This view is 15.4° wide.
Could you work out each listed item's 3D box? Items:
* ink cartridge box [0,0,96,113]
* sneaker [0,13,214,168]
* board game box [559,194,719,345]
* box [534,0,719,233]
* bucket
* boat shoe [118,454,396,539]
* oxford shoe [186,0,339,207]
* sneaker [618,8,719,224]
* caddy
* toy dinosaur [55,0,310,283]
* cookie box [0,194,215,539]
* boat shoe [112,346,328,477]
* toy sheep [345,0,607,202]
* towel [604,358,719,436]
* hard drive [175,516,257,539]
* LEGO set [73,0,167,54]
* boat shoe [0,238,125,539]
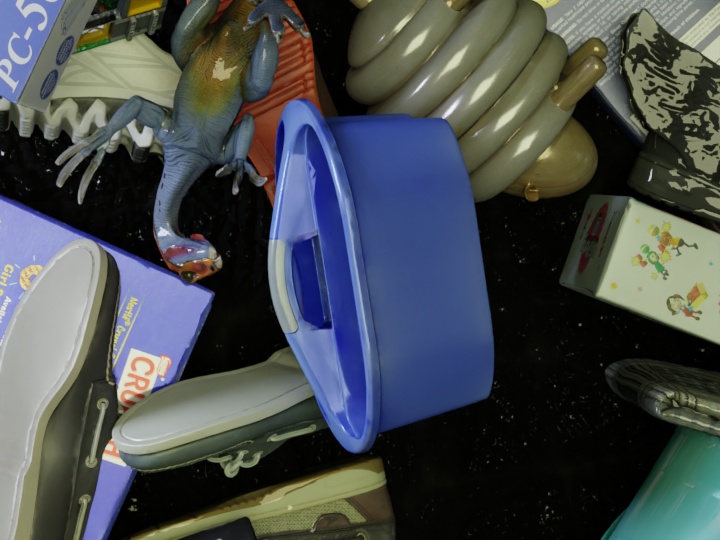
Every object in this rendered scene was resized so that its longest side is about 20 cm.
[{"bbox_3d":[-0.176,-0.198,1.461,0.094,0.044,0.200,27,94,14],"label":"ink cartridge box"},{"bbox_3d":[-0.175,-0.117,1.590,0.200,0.075,0.081,12,83,-13],"label":"sneaker"},{"bbox_3d":[0.229,0.019,1.579,0.200,0.148,0.064,20,91,-5],"label":"board game box"},{"bbox_3d":[0.197,-0.136,1.630,0.121,0.032,0.200,-42,96,-2],"label":"box"},{"bbox_3d":[0.238,0.186,1.562,0.207,0.207,0.135,27,88,-4],"label":"bucket"},{"bbox_3d":[-0.073,0.169,1.600,0.201,0.072,0.066,-19,88,-8],"label":"boat shoe"},{"bbox_3d":[-0.051,-0.101,1.595,0.071,0.073,0.200,-21,93,5],"label":"oxford shoe"},{"bbox_3d":[0.237,-0.074,1.590,0.200,0.060,0.104,20,95,-2],"label":"sneaker"},{"bbox_3d":[0.000,0.000,1.483,0.105,0.141,0.200,-11,98,-15],"label":"caddy"},{"bbox_3d":[-0.075,-0.088,1.526,0.105,0.182,0.200,32,48,15],"label":"toy dinosaur"},{"bbox_3d":[-0.210,0.049,1.584,0.200,0.075,0.171,25,90,-4],"label":"cookie box"},{"bbox_3d":[-0.060,0.092,1.563,0.200,0.073,0.062,-20,115,-43],"label":"boat shoe"},{"bbox_3d":[0.061,-0.117,1.573,0.200,0.138,0.138,43,88,-7],"label":"toy sheep"},{"bbox_3d":[0.253,0.085,1.560,0.200,0.193,0.035,14,92,-3],"label":"towel"},{"bbox_3d":[-0.101,0.253,1.579,0.140,0.038,0.200,-20,117,-3],"label":"hard drive"},{"bbox_3d":[-0.188,-0.210,1.526,0.154,0.116,0.200,-10,69,-16],"label":"LEGO set"},{"bbox_3d":[-0.171,0.082,1.530,0.063,0.073,0.200,17,88,-42],"label":"boat shoe"}]
